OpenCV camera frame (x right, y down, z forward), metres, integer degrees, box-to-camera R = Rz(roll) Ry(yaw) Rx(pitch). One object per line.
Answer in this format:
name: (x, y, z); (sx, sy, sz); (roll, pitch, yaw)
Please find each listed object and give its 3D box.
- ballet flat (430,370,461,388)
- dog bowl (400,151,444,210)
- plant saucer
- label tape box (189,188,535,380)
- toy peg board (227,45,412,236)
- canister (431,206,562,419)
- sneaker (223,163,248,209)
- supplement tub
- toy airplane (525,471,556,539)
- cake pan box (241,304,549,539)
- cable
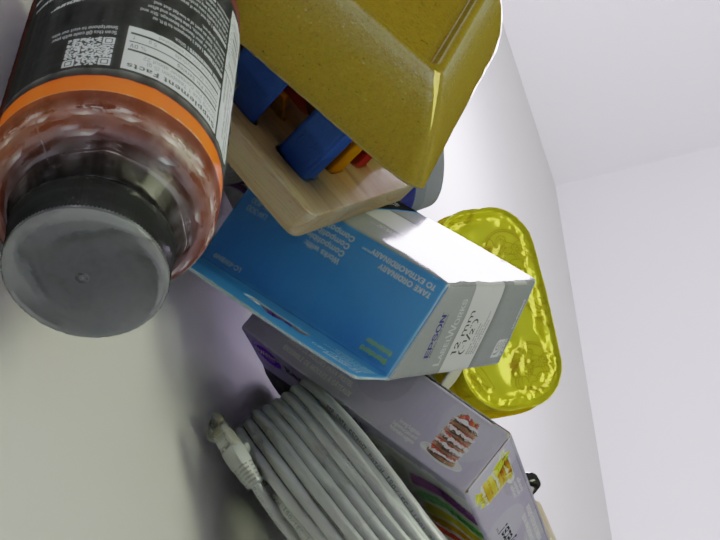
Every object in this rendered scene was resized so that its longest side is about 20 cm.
ballet flat: (0.028, 0.067, 1.129); (0.067, 0.068, 0.200); (50, -27, -1)
dog bowl: (-0.015, -0.130, 1.137); (0.200, 0.078, 0.202); (162, -90, -77)
plant saucer: (-0.004, -0.166, 0.883); (0.200, 0.048, 0.200); (40, 34, -8)
label tape box: (0.000, 0.000, 0.951); (0.199, 0.143, 0.067); (3, 115, -63)
toy peg board: (-0.036, -0.137, 0.922); (0.200, 0.098, 0.199); (49, 19, 6)
canister: (0.060, 0.050, 1.225); (0.200, 0.086, 0.150); (-32, -112, 62)
sneaker: (-0.066, -0.086, 1.037); (0.200, 0.074, 0.101); (52, 28, -63)
supplement tub: (-0.112, -0.063, 0.728); (0.201, 0.106, 0.108); (-88, 161, -49)
toy airplane: (0.061, 0.243, 1.203); (0.199, 0.140, 0.202); (9, -76, 64)
cake pan box: (0.024, 0.106, 1.027); (0.199, 0.052, 0.185); (35, -18, 28)
cable: (0.004, 0.155, 0.942); (0.200, 0.069, 0.200); (48, -6, 17)
